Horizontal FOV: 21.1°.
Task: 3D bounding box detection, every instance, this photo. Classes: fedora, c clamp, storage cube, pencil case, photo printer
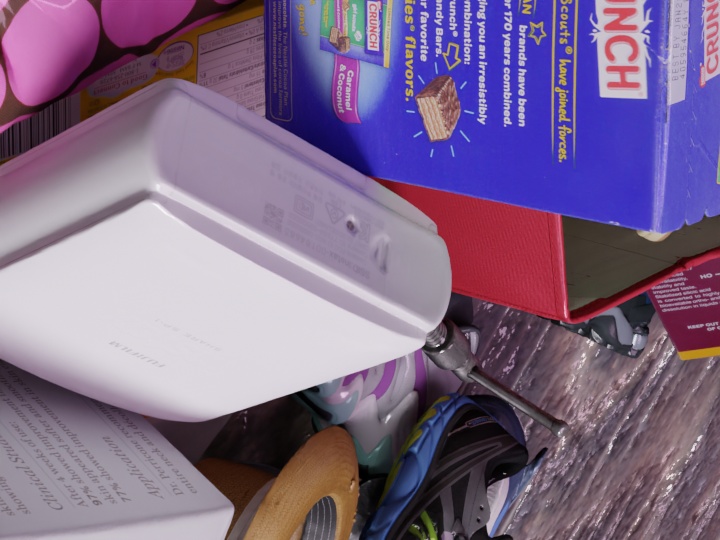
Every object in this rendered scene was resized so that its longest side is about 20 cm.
[{"bbox_3d":[-0.071,0.162,0.984,0.201,0.081,0.201,-57,161,-32],"label":"fedora"},{"bbox_3d":[0.000,0.000,0.939,0.027,0.170,0.200,-56,136,-9],"label":"c clamp"},{"bbox_3d":[0.089,-0.098,0.953,0.170,0.179,0.201,-21,113,-36],"label":"storage cube"},{"bbox_3d":[-0.120,-0.126,0.815,0.200,0.091,0.094,-36,176,-25],"label":"pencil case"},{"bbox_3d":[-0.086,0.002,0.835,0.166,0.199,0.070,28,57,-35],"label":"photo printer"}]

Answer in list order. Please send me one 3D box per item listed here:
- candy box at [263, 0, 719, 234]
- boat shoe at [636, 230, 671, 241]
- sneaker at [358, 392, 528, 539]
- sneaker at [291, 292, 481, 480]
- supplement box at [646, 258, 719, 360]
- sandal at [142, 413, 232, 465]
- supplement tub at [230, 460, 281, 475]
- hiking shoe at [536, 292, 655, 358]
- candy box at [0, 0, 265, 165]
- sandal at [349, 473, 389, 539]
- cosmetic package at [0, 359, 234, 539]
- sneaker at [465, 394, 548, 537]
[{"bbox_3d":[0.056,-0.117,0.781,0.077,0.199,0.170,-19,116,-47],"label":"candy box"},{"bbox_3d":[0.134,-0.114,0.832,0.071,0.064,0.201,167,-63,-84],"label":"boat shoe"},{"bbox_3d":[0.039,0.160,1.067,0.200,0.082,0.071,-62,179,-31],"label":"sneaker"},{"bbox_3d":[0.016,0.030,1.113,0.140,0.078,0.200,-47,153,-10],"label":"sneaker"},{"bbox_3d":[0.209,-0.048,1.183,0.200,0.085,0.111,55,33,-46],"label":"supplement box"},{"bbox_3d":[-0.120,0.078,1.008,0.079,0.059,0.208,29,89,-26],"label":"sandal"},{"bbox_3d":[-0.082,0.211,1.123,0.107,0.107,0.201,-12,129,-42],"label":"supplement tub"},{"bbox_3d":[0.138,-0.007,1.225,0.200,0.074,0.087,22,92,-62],"label":"hiking shoe"},{"bbox_3d":[-0.116,-0.068,0.917,0.199,0.026,0.103,-23,138,-35],"label":"candy box"},{"bbox_3d":[0.007,0.220,1.122,0.048,0.075,0.202,-94,-166,-85],"label":"sandal"},{"bbox_3d":[-0.201,0.135,0.874,0.199,0.167,0.167,1,121,-47],"label":"cosmetic package"},{"bbox_3d":[0.044,0.171,1.215,0.201,0.080,0.146,-64,174,10],"label":"sneaker"}]
